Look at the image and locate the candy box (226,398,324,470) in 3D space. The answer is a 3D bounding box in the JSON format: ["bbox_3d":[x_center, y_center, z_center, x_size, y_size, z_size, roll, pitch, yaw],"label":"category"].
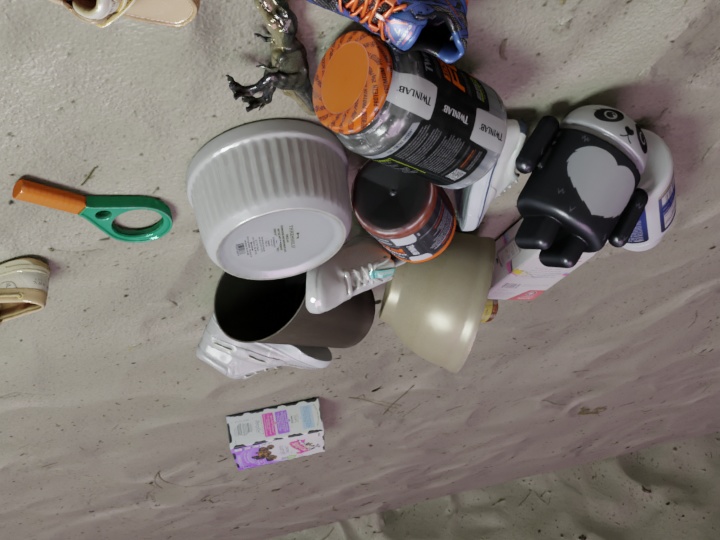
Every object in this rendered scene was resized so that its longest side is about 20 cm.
[{"bbox_3d":[-0.176,0.348,1.841,0.196,0.073,0.169,-11,153,-7],"label":"candy box"}]

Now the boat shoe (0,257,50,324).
[{"bbox_3d":[-0.484,0.048,1.103,0.197,0.070,0.074,-21,153,13],"label":"boat shoe"}]

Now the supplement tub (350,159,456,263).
[{"bbox_3d":[0.063,-0.071,1.095,0.105,0.109,0.200,-20,163,12],"label":"supplement tub"}]

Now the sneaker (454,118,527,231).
[{"bbox_3d":[0.167,-0.116,1.113,0.069,0.074,0.201,-5,152,-9],"label":"sneaker"}]

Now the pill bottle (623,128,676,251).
[{"bbox_3d":[0.380,-0.102,1.207,0.109,0.113,0.200,-20,153,13],"label":"pill bottle"}]

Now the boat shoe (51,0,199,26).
[{"bbox_3d":[-0.212,-0.229,0.687,0.198,0.070,0.073,12,144,-42],"label":"boat shoe"}]

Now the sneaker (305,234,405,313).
[{"bbox_3d":[0.000,0.000,1.136,0.087,0.077,0.200,8,-156,25],"label":"sneaker"}]

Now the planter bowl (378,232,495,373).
[{"bbox_3d":[0.103,0.033,1.266,0.132,0.203,0.201,15,150,-1],"label":"planter bowl"}]

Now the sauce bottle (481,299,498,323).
[{"bbox_3d":[0.136,0.053,1.441,0.196,0.067,0.066,5,148,-30],"label":"sauce bottle"}]

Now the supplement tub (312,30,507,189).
[{"bbox_3d":[0.052,-0.166,0.903,0.122,0.125,0.198,-33,149,34],"label":"supplement tub"}]

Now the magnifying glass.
[{"bbox_3d":[-0.308,-0.071,1.019,0.079,0.023,0.198,-33,148,32],"label":"magnifying glass"}]

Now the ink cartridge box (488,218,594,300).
[{"bbox_3d":[0.276,-0.029,1.347,0.114,0.069,0.200,3,150,-32],"label":"ink cartridge box"}]

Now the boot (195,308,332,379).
[{"bbox_3d":[-0.146,0.122,1.300,0.197,0.074,0.096,25,114,-21],"label":"boot"}]

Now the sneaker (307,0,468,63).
[{"bbox_3d":[0.029,-0.243,0.790,0.197,0.080,0.075,4,148,-33],"label":"sneaker"}]

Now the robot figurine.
[{"bbox_3d":[0.269,-0.103,1.063,0.202,0.124,0.150,-59,145,-7],"label":"robot figurine"}]

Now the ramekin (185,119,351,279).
[{"bbox_3d":[-0.102,-0.073,1.024,0.196,0.107,0.201,-12,154,-6],"label":"ramekin"}]

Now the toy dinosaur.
[{"bbox_3d":[-0.084,-0.192,0.874,0.087,0.048,0.200,-23,156,2],"label":"toy dinosaur"}]

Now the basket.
[{"bbox_3d":[-0.077,0.043,1.239,0.178,0.139,0.198,-25,156,31],"label":"basket"}]
